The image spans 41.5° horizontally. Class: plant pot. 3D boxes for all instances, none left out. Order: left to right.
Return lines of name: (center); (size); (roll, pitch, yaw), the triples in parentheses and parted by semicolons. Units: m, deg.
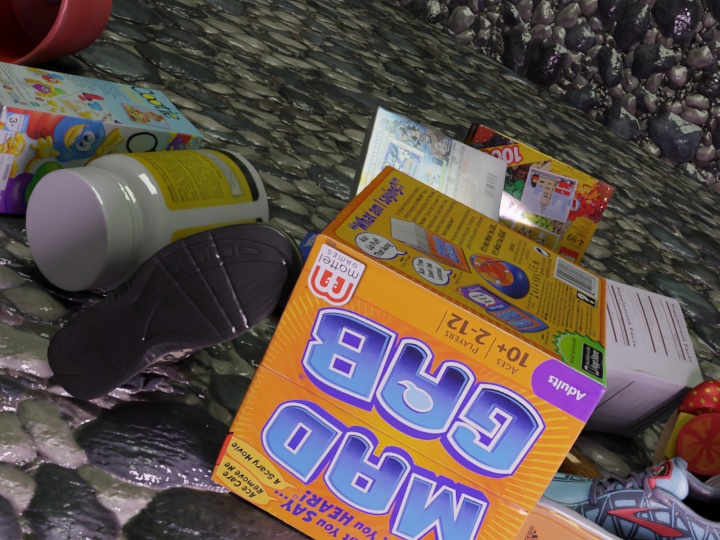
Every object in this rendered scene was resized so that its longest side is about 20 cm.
plant pot: (-0.398, -0.336, 1.134); (0.198, 0.202, 0.177); (27, 14, 4)

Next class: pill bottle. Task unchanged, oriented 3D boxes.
pill bottle: (-0.179, -0.045, 0.822); (0.114, 0.115, 0.199); (35, 24, 22)

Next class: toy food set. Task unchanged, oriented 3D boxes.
toy food set: (0.351, 0.175, 0.837); (0.198, 0.200, 0.049); (11, -23, 44)

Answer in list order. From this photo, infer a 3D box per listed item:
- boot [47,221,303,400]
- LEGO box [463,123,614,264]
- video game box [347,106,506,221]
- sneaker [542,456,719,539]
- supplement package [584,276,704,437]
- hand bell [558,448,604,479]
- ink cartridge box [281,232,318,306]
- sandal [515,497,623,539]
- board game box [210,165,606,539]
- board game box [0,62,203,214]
boot: (-0.114, 0.012, 0.694); (0.074, 0.202, 0.154); (60, 19, -5)
LEGO box: (0.209, -0.086, 1.261); (0.198, 0.151, 0.077); (23, 7, -6)
video game box: (0.076, -0.077, 1.129); (0.180, 0.047, 0.202); (23, 56, -13)
sneaker: (0.229, 0.182, 0.768); (0.197, 0.097, 0.080); (12, 29, 2)
supplement package: (0.224, 0.081, 0.947); (0.198, 0.114, 0.111); (15, 50, -27)
hand bell: (0.148, 0.139, 0.843); (0.199, 0.105, 0.104); (40, 24, 4)
ink cartridge box: (0.000, 0.000, 0.914); (0.197, 0.043, 0.120); (1, 21, 12)
sandal: (0.183, 0.236, 0.672); (0.204, 0.080, 0.059); (24, 23, 17)
board game box: (0.044, 0.075, 0.693); (0.198, 0.202, 0.200); (28, 23, 5)
board game box: (-0.268, -0.117, 0.893); (0.198, 0.104, 0.105); (2, 32, -43)
